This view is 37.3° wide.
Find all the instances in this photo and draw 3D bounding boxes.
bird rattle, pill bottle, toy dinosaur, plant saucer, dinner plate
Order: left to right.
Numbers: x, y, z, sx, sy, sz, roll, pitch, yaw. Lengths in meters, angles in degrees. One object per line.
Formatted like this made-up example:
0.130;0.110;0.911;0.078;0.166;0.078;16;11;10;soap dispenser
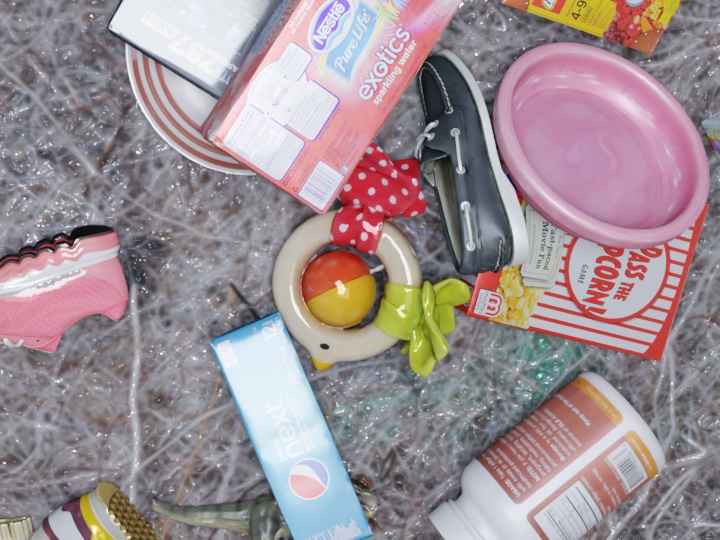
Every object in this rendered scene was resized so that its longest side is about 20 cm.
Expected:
-0.092;-0.180;0.880;0.199;0.024;0.201;-2;100;-12;dinner plate
-0.082;0.235;0.946;0.199;0.047;0.089;-3;91;-11;toy dinosaur
0.000;0.000;0.897;0.162;0.113;0.201;-26;100;11;bird rattle
0.164;0.192;0.961;0.200;0.112;0.112;-37;106;-4;pill bottle
0.198;-0.101;0.907;0.199;0.051;0.201;10;57;-17;plant saucer

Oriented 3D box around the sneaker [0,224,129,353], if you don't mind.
-0.278;0.034;0.848;0.199;0.074;0.087;-20;105;-9;sneaker

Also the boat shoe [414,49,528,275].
0.077;-0.091;0.875;0.060;0.076;0.201;-13;65;-13;boat shoe

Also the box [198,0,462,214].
-0.024;-0.155;0.788;0.102;0.095;0.201;32;92;-19;box

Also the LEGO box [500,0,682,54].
0.212;-0.298;0.861;0.148;0.077;0.201;13;123;-17;LEGO box

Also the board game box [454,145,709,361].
0.199;-0.014;0.966;0.199;0.046;0.152;13;97;-15;board game box

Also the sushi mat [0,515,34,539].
-0.313;0.312;0.920;0.095;0.012;0.201;-11;102;-11;sushi mat

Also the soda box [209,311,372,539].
-0.060;0.138;0.899;0.064;0.068;0.201;-22;91;-8;soda box

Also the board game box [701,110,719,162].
0.417;-0.072;0.978;0.103;0.105;0.201;-31;105;-6;board game box

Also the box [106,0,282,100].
-0.075;-0.204;0.842;0.199;0.051;0.158;30;92;-17;box

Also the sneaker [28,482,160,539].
-0.200;0.281;0.917;0.090;0.075;0.201;-31;99;2;sneaker
